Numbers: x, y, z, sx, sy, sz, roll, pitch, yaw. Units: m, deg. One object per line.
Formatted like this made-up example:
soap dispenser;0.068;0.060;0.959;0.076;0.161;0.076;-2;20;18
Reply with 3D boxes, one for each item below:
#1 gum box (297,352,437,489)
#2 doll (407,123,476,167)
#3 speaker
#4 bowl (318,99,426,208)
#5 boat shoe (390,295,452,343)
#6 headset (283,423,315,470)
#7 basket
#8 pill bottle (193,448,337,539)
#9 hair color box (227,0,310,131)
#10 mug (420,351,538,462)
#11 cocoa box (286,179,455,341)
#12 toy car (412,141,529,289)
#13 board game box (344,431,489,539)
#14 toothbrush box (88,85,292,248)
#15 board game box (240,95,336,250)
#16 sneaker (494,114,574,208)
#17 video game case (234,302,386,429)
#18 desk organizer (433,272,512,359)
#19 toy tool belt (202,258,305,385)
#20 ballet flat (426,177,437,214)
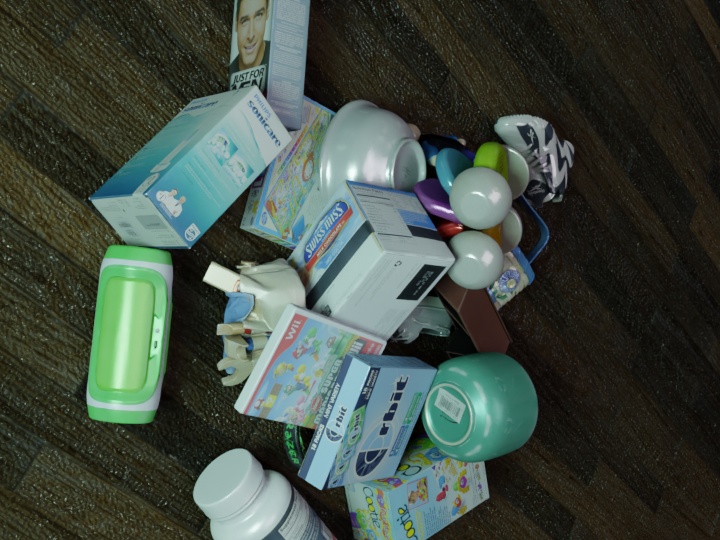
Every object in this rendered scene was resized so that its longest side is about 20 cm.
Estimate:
gum box;0.015;0.199;1.210;0.200;0.044;0.171;14;100;-59
doll;0.142;-0.168;1.362;0.136;0.199;0.049;-39;157;-58
speaker;-0.270;0.074;1.061;0.088;0.088;0.202;9;85;-40
bowl;0.032;-0.141;1.281;0.201;0.090;0.203;-14;107;-55
boat shoe;0.073;0.075;1.367;0.200;0.070;0.072;5;82;-44
headset;-0.027;0.208;1.268;0.200;0.093;0.124;-24;107;-55
basket;0.211;-0.039;1.439;0.176;0.139;0.201;46;69;-32
pill bottle;-0.124;0.331;1.171;0.120;0.119;0.200;-50;120;-28
hair color box;-0.120;-0.281;1.174;0.060;0.099;0.202;6;87;-40
mug;0.150;0.203;1.307;0.114;0.185;0.153;-4;73;-46
cocoa box;0.000;0.000;1.201;0.133;0.200;0.132;6;44;-41
toy car;0.143;-0.083;1.247;0.175;0.149;0.201;-47;145;-56
board game box;0.086;0.328;1.362;0.199;0.103;0.106;-19;105;-39
toothbrush box;-0.201;-0.122;1.077;0.200;0.146;0.085;-53;122;-28
board game box;-0.081;-0.132;1.254;0.134;0.034;0.201;23;76;-39
sneaker;0.296;-0.178;1.549;0.199;0.079;0.131;25;66;-49
video game case;-0.057;0.129;1.141;0.200;0.017;0.144;25;94;-51
desk organizer;0.162;0.081;1.376;0.077;0.071;0.200;-63;143;-27
toy tool belt;-0.144;0.085;1.162;0.122;0.125;0.201;-1;105;-20
ballet flat;0.070;-0.048;1.364;0.072;0.072;0.201;43;65;-33
